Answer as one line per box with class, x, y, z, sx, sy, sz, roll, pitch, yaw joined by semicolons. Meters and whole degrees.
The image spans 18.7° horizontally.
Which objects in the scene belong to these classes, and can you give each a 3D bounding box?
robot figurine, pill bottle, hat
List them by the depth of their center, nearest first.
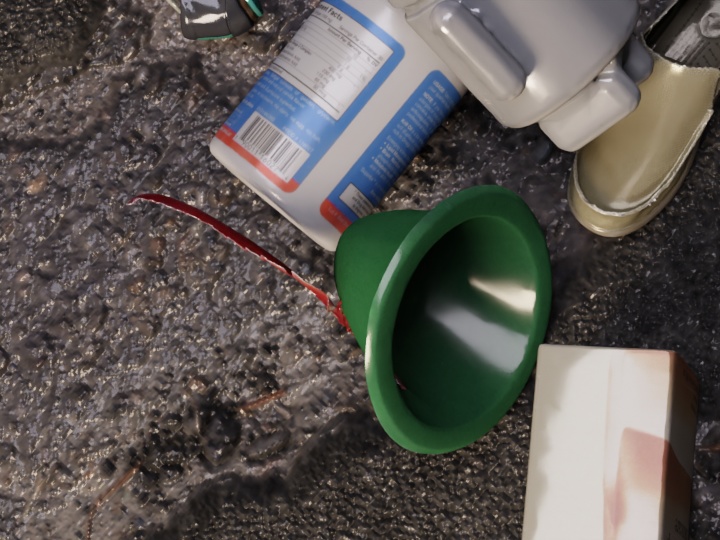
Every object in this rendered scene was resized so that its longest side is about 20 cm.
robot figurine;0.089;-0.167;1.321;0.113;0.170;0.200;-36;105;32
hat;0.000;0.000;1.375;0.176;0.200;0.166;21;56;40
pill bottle;0.004;-0.121;1.415;0.112;0.112;0.200;39;88;21

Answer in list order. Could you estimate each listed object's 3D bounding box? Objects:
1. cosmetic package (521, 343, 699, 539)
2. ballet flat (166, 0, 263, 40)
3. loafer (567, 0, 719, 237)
cosmetic package;0.148;0.152;1.308;0.087;0.103;0.201;3;78;17
ballet flat;-0.131;-0.245;1.509;0.073;0.073;0.201;-24;73;8
loafer;0.191;-0.116;1.383;0.075;0.068;0.201;29;85;20
